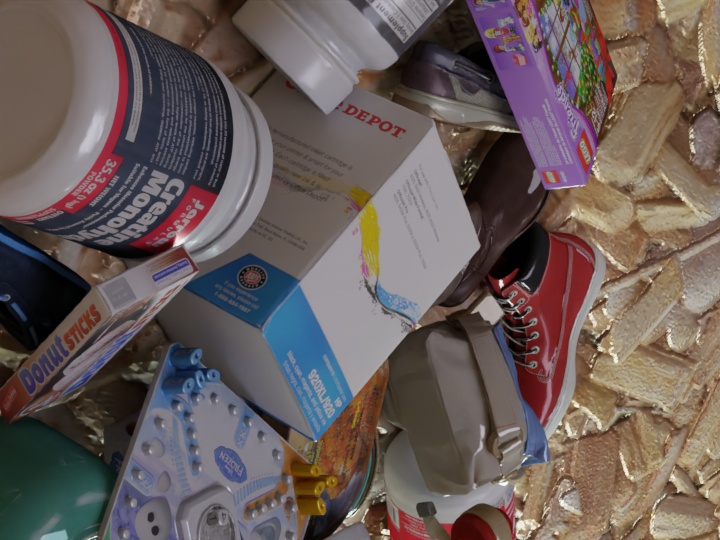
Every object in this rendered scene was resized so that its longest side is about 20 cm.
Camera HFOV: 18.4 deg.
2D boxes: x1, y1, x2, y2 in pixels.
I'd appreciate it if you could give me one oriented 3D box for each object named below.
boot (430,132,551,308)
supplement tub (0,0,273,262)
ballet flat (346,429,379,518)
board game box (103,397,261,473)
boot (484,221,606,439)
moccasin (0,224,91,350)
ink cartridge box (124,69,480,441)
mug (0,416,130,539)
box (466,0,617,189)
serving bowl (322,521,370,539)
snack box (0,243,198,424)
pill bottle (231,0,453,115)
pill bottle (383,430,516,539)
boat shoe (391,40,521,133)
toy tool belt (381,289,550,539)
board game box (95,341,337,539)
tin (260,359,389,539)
[{"bbox_3d":[0.095,-0.048,1.755,0.188,0.064,0.200,-63,169,2],"label":"boot"},{"bbox_3d":[-0.159,-0.085,1.387,0.199,0.140,0.141,21,95,-56],"label":"supplement tub"},{"bbox_3d":[-0.010,0.109,1.785,0.065,0.070,0.201,-58,158,-52],"label":"ballet flat"},{"bbox_3d":[-0.111,0.171,1.706,0.199,0.041,0.201,-29,133,-41],"label":"board game box"},{"bbox_3d":[0.136,0.058,1.941,0.144,0.072,0.202,16,91,-55],"label":"boot"},{"bbox_3d":[-0.237,0.005,1.397,0.068,0.080,0.200,-56,145,-3],"label":"moccasin"},{"bbox_3d":[-0.039,-0.018,1.584,0.200,0.147,0.145,-49,143,-20],"label":"ink cartridge box"},{"bbox_3d":[-0.231,0.198,1.498,0.185,0.114,0.153,-39,139,-32],"label":"mug"},{"bbox_3d":[0.144,-0.183,1.735,0.201,0.039,0.137,63,34,-37],"label":"box"},{"bbox_3d":[-0.065,0.275,1.722,0.199,0.066,0.200,-34,171,-6],"label":"serving bowl"},{"bbox_3d":[-0.175,0.043,1.444,0.072,0.024,0.200,-29,173,-36],"label":"snack box"},{"bbox_3d":[0.012,-0.212,1.531,0.200,0.113,0.113,-46,145,1],"label":"pill bottle"},{"bbox_3d":[0.081,0.234,1.942,0.112,0.112,0.201,-37,138,-33],"label":"pill bottle"},{"bbox_3d":[0.101,-0.149,1.754,0.199,0.072,0.065,-2,113,-50],"label":"boat shoe"},{"bbox_3d":[0.103,0.126,1.805,0.122,0.124,0.202,-24,96,-40],"label":"toy tool belt"},{"bbox_3d":[-0.099,0.184,1.540,0.200,0.026,0.201,47,51,-43],"label":"board game box"},{"bbox_3d":[-0.036,0.132,1.695,0.112,0.042,0.201,-28,140,-47],"label":"tin"}]
